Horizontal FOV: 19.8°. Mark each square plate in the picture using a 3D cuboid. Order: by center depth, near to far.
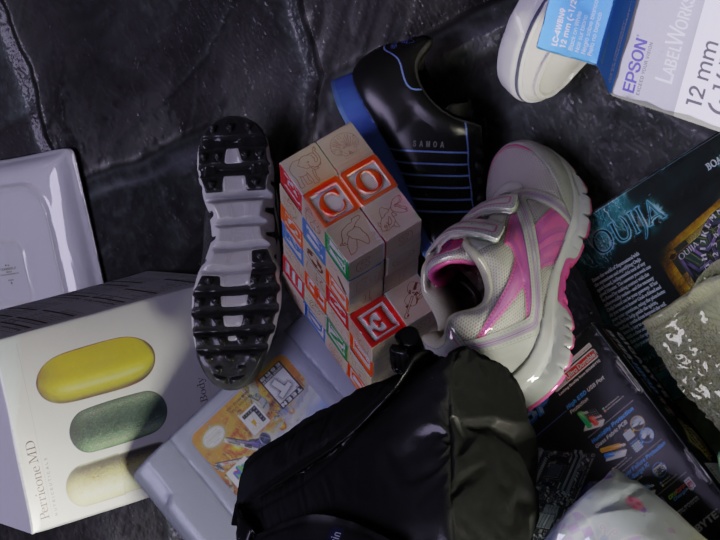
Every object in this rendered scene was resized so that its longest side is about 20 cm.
[{"bbox_3d":[-0.296,0.000,1.808,0.200,0.028,0.198,-4,100,47],"label":"square plate"}]

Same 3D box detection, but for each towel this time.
[{"bbox_3d":[0.269,0.075,1.221,0.200,0.036,0.148,49,137,4],"label":"towel"}]

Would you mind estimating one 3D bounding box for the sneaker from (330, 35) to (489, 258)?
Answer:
[{"bbox_3d":[0.061,-0.063,1.395,0.078,0.070,0.200,-30,98,13],"label":"sneaker"}]

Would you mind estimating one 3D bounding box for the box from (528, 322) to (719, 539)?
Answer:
[{"bbox_3d":[0.127,0.156,1.308,0.200,0.046,0.159,-43,66,16],"label":"box"}]

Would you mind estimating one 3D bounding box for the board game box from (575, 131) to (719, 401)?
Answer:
[{"bbox_3d":[0.222,-0.008,1.275,0.200,0.028,0.135,-34,78,47],"label":"board game box"}]

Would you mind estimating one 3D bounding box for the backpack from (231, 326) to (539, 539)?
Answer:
[{"bbox_3d":[0.013,0.149,1.253,0.200,0.127,0.167,-28,44,40],"label":"backpack"}]

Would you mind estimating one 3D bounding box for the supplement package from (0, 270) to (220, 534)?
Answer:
[{"bbox_3d":[-0.207,0.097,1.605,0.151,0.200,0.152,3,106,59],"label":"supplement package"}]

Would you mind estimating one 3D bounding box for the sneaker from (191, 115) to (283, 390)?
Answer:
[{"bbox_3d":[-0.086,-0.008,1.536,0.066,0.091,0.200,-2,80,7],"label":"sneaker"}]

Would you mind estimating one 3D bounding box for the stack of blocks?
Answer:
[{"bbox_3d":[0.000,0.000,1.414,0.115,0.059,0.200,54,166,20],"label":"stack of blocks"}]

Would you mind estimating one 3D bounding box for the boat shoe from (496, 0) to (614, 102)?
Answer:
[{"bbox_3d":[0.154,-0.171,1.265,0.066,0.072,0.200,52,125,26],"label":"boat shoe"}]

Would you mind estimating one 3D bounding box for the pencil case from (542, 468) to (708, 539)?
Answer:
[{"bbox_3d":[0.191,0.207,1.205,0.200,0.083,0.091,39,120,16],"label":"pencil case"}]

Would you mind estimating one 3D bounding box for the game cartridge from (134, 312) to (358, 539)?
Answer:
[{"bbox_3d":[-0.054,0.132,1.512,0.200,0.042,0.133,-43,65,2],"label":"game cartridge"}]

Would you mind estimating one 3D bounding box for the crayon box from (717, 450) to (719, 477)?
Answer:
[{"bbox_3d":[0.283,0.185,1.214,0.119,0.058,0.200,13,128,36],"label":"crayon box"}]

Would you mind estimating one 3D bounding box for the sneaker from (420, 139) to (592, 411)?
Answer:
[{"bbox_3d":[0.087,-0.010,1.308,0.081,0.088,0.200,-41,32,43],"label":"sneaker"}]

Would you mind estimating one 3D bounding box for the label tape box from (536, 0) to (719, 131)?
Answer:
[{"bbox_3d":[0.199,-0.159,1.170,0.200,0.066,0.143,20,111,17],"label":"label tape box"}]
